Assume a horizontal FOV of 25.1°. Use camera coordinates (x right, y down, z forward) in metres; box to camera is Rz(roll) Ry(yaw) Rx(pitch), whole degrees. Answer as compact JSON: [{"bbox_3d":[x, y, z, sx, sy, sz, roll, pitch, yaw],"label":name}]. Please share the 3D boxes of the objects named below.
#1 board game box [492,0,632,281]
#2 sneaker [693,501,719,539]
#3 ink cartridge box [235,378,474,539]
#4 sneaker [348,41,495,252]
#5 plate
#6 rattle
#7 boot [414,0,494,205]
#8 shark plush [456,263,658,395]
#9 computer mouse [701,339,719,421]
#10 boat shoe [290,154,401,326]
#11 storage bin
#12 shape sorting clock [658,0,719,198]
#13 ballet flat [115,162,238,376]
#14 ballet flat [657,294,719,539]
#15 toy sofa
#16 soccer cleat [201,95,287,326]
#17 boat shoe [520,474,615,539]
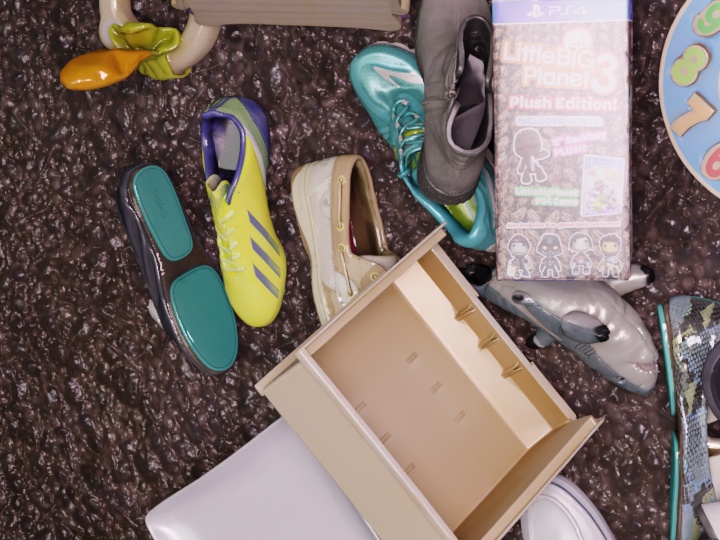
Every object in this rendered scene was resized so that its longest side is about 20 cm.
[{"bbox_3d":[0.153,-0.102,1.199,0.096,0.159,0.202,0,97,10],"label":"board game box"},{"bbox_3d":[0.335,0.243,1.216,0.090,0.067,0.201,-30,101,8],"label":"sneaker"},{"bbox_3d":[0.010,0.188,1.369,0.199,0.083,0.146,-29,85,28],"label":"ink cartridge box"},{"bbox_3d":[0.057,-0.102,1.303,0.077,0.080,0.201,-41,79,26],"label":"sneaker"},{"bbox_3d":[-0.061,0.242,1.349,0.199,0.032,0.201,-37,82,27],"label":"plate"},{"bbox_3d":[-0.185,-0.260,1.370,0.130,0.142,0.201,45,122,33],"label":"rattle"},{"bbox_3d":[0.082,-0.158,1.223,0.067,0.131,0.202,4,69,-6],"label":"boot"},{"bbox_3d":[0.143,0.040,1.293,0.199,0.091,0.084,11,133,20],"label":"shark plush"},{"bbox_3d":[0.340,0.104,1.199,0.199,0.053,0.139,29,107,-4],"label":"computer mouse"},{"bbox_3d":[0.000,0.000,1.350,0.066,0.074,0.201,-18,90,33],"label":"boat shoe"},{"bbox_3d":[0.058,0.099,1.243,0.200,0.198,0.094,50,144,-1],"label":"storage bin"},{"bbox_3d":[0.315,-0.136,1.191,0.199,0.039,0.202,4,100,26],"label":"shape sorting clock"},{"bbox_3d":[-0.168,0.001,1.444,0.073,0.073,0.201,-20,95,27],"label":"ballet flat"},{"bbox_3d":[0.266,0.119,1.244,0.074,0.074,0.202,0,102,26],"label":"ballet flat"},{"bbox_3d":[-0.056,-0.253,1.317,0.198,0.098,0.084,3,77,9],"label":"toy sofa"},{"bbox_3d":[-0.108,-0.048,1.390,0.064,0.084,0.202,-1,98,26],"label":"soccer cleat"},{"bbox_3d":[0.178,0.264,1.307,0.073,0.067,0.201,-25,87,27],"label":"boat shoe"}]
